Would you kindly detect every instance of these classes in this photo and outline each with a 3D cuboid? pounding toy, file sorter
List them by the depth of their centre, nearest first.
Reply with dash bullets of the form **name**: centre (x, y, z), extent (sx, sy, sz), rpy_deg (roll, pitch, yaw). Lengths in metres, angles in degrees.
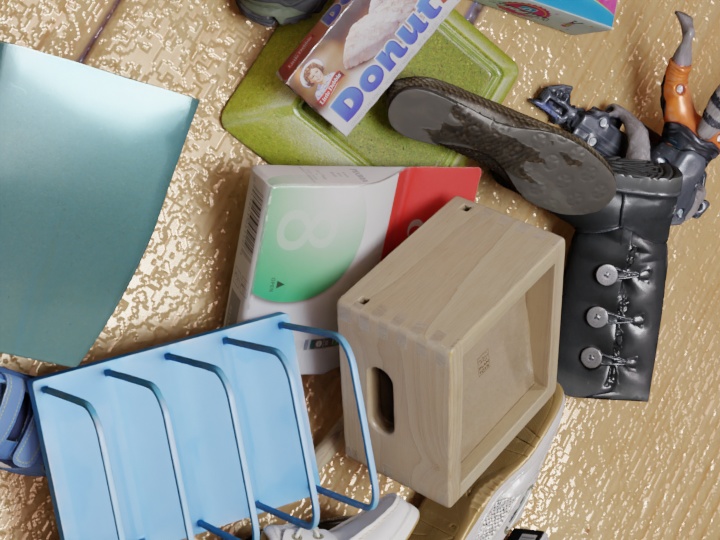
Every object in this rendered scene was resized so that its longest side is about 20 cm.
- **file sorter**: centre (-0.104, 0.123, 1.081), extent (0.199, 0.122, 0.140), rpy_deg (-14, 99, -27)
- **pounding toy**: centre (0.046, 0.076, 1.202), extent (0.184, 0.142, 0.201), rpy_deg (-41, 142, -38)

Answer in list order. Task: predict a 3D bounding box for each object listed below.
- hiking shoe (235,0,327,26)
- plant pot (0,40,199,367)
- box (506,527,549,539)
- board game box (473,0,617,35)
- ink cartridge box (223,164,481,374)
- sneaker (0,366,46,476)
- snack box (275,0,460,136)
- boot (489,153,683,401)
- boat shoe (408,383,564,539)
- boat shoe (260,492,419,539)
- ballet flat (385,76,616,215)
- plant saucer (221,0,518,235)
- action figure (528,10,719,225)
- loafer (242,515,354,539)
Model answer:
- **hiking shoe**: centre (-0.007, -0.256, 1.165), extent (0.199, 0.076, 0.101), rpy_deg (-27, 148, -6)
- **plant pot**: centre (-0.221, -0.046, 1.081), extent (0.141, 0.141, 0.201), rpy_deg (15, 93, -26)
- **box**: centre (0.112, 0.320, 1.272), extent (0.200, 0.035, 0.110), rpy_deg (-50, 123, -35)
- **board game box**: centre (0.153, -0.311, 1.291), extent (0.147, 0.064, 0.201), rpy_deg (13, 88, -26)
- **ink cartridge box**: centre (0.000, 0.000, 1.207), extent (0.199, 0.050, 0.162), rpy_deg (0, 117, -24)
- **sneaker**: centre (-0.257, 0.101, 1.098), extent (0.199, 0.082, 0.074), rpy_deg (20, 82, -27)
- **snack box**: centre (0.027, -0.198, 1.163), extent (0.200, 0.024, 0.072), rpy_deg (-50, 126, 3)
- **boot**: centre (0.174, 0.004, 1.311), extent (0.164, 0.066, 0.201), rpy_deg (11, 112, 14)
- **boat shoe**: centre (0.105, 0.178, 1.284), extent (0.200, 0.071, 0.069), rpy_deg (-53, 137, -8)
- **boat shoe**: centre (-0.046, 0.212, 1.133), extent (0.200, 0.071, 0.070), rpy_deg (-35, 93, -23)
- **ballet flat**: centre (0.110, -0.101, 1.220), extent (0.199, 0.046, 0.068), rpy_deg (21, 120, -13)
- **plant saucer**: centre (0.022, -0.141, 1.243), extent (0.199, 0.048, 0.201), rpy_deg (37, 77, -23)
- **action figure**: centre (0.247, -0.114, 1.314), extent (0.199, 0.105, 0.194), rpy_deg (22, 108, -21)
- **loafer**: centre (-0.057, 0.233, 1.195), extent (0.199, 0.070, 0.075), rpy_deg (-15, 64, -24)
